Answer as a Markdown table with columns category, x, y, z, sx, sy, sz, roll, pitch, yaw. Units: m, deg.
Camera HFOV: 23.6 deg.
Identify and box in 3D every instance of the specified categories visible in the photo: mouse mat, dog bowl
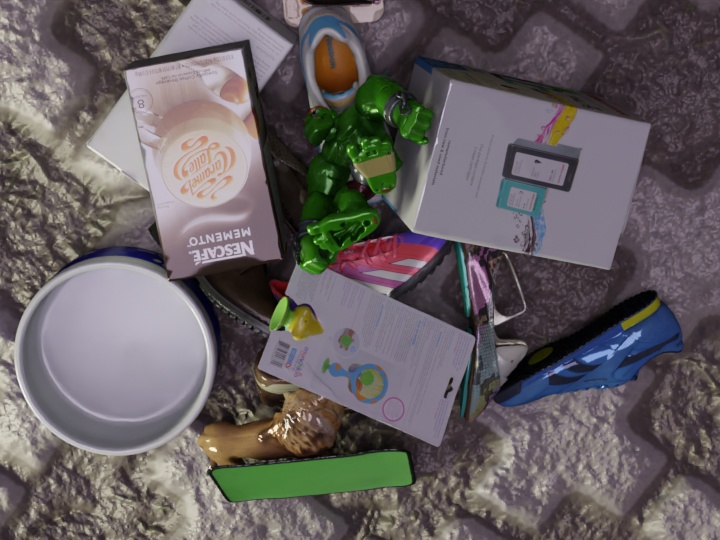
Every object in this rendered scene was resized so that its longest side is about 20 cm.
| category | x | y | z | sx | sy | sz | roll | pitch | yaw |
| --- | --- | --- | --- | --- | --- | --- | --- | --- | --- |
| mouse mat | -0.045 | 0.206 | 1.727 | 0.200 | 0.161 | 0.008 | -7 | 70 | 1 |
| dog bowl | -0.241 | 0.079 | 1.730 | 0.200 | 0.079 | 0.201 | 0 | 103 | 1 |

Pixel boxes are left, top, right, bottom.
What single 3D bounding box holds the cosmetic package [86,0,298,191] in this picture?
| category | x | y | z | sx | sy | sz | roll | pitch | yaw |
| --- | --- | --- | --- | --- | --- | --- | --- | --- | --- |
| cosmetic package | -0.161 | -0.174 | 1.665 | 0.108 | 0.085 | 0.200 | 38 | 102 | -7 |

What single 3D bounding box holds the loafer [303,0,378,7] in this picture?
| category | x | y | z | sx | sy | sz | roll | pitch | yaw |
| --- | --- | --- | --- | --- | --- | --- | --- | --- | --- |
| loafer | 0.006 | -0.282 | 1.587 | 0.200 | 0.071 | 0.073 | -5 | 109 | 42 |

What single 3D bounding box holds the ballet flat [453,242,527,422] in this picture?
| category | x | y | z | sx | sy | sz | roll | pitch | yaw |
| --- | --- | --- | --- | --- | --- | --- | --- | --- | --- |
| ballet flat | 0.131 | 0.051 | 1.718 | 0.071 | 0.069 | 0.201 | -2 | 93 | -2 |

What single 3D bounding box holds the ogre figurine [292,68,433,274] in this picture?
| category | x | y | z | sx | sy | sz | roll | pitch | yaw |
| --- | --- | --- | --- | --- | --- | --- | --- | --- | --- |
| ogre figurine | -0.004 | -0.099 | 1.589 | 0.098 | 0.120 | 0.200 | 4 | 129 | -12 |

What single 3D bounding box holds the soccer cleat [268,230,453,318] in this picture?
| category | x | y | z | sx | sy | sz | roll | pitch | yaw |
| --- | --- | --- | --- | --- | --- | --- | --- | --- | --- |
| soccer cleat | 0.000 | 0.000 | 1.684 | 0.200 | 0.068 | 0.073 | -31 | 108 | 23 |

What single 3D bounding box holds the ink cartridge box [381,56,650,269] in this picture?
| category | x | y | z | sx | sy | sz | roll | pitch | yaw |
| --- | --- | --- | --- | --- | --- | --- | --- | --- | --- |
| ink cartridge box | 0.144 | -0.102 | 1.627 | 0.200 | 0.147 | 0.146 | 11 | 103 | -14 |

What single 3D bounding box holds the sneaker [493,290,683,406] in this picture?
| category | x | y | z | sx | sy | sz | roll | pitch | yaw |
| --- | --- | --- | --- | --- | --- | --- | --- | --- | --- |
| sneaker | 0.230 | 0.099 | 1.733 | 0.200 | 0.066 | 0.079 | -29 | 105 | 7 |

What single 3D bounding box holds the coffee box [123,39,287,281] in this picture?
| category | x | y | z | sx | sy | sz | roll | pitch | yaw |
| --- | --- | --- | --- | --- | --- | --- | --- | --- | --- |
| coffee box | -0.140 | -0.103 | 1.597 | 0.114 | 0.080 | 0.200 | -11 | 103 | 2 |

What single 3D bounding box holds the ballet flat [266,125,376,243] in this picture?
| category | x | y | z | sx | sy | sz | roll | pitch | yaw |
| --- | --- | --- | --- | --- | --- | --- | --- | --- | --- |
| ballet flat | -0.056 | -0.068 | 1.706 | 0.067 | 0.046 | 0.200 | -39 | 103 | 8 |

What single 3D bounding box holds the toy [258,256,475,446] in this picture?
| category | x | y | z | sx | sy | sz | roll | pitch | yaw |
| --- | --- | --- | --- | --- | --- | --- | --- | --- | --- |
| toy | 0.002 | 0.079 | 1.652 | 0.200 | 0.047 | 0.115 | 26 | 75 | -22 |

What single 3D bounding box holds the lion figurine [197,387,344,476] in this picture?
| category | x | y | z | sx | sy | sz | roll | pitch | yaw |
| --- | --- | --- | --- | --- | --- | --- | --- | --- | --- |
| lion figurine | -0.096 | 0.165 | 1.702 | 0.200 | 0.122 | 0.073 | -20 | 65 | 21 |

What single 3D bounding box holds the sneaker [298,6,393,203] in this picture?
| category | x | y | z | sx | sy | sz | roll | pitch | yaw |
| --- | --- | --- | --- | --- | --- | --- | --- | --- | --- |
| sneaker | -0.016 | -0.152 | 1.667 | 0.076 | 0.081 | 0.200 | -17 | 111 | 4 |

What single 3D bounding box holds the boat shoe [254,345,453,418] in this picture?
| category | x | y | z | sx | sy | sz | roll | pitch | yaw |
| --- | --- | --- | --- | --- | --- | --- | --- | --- | --- |
| boat shoe | -0.007 | 0.112 | 1.748 | 0.202 | 0.075 | 0.075 | 4 | 137 | -2 |

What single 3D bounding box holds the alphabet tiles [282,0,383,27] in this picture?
| category | x | y | z | sx | sy | sz | roll | pitch | yaw |
| --- | --- | --- | --- | --- | --- | --- | --- | --- | --- |
| alphabet tiles | -0.033 | -0.337 | 1.660 | 0.195 | 0.015 | 0.200 | -4 | 103 | 2 |

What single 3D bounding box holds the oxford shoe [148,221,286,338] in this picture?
| category | x | y | z | sx | sy | sz | roll | pitch | yaw |
| --- | --- | --- | --- | --- | --- | --- | --- | --- | --- |
| oxford shoe | -0.118 | -0.005 | 1.680 | 0.084 | 0.073 | 0.200 | -46 | 71 | 5 |
